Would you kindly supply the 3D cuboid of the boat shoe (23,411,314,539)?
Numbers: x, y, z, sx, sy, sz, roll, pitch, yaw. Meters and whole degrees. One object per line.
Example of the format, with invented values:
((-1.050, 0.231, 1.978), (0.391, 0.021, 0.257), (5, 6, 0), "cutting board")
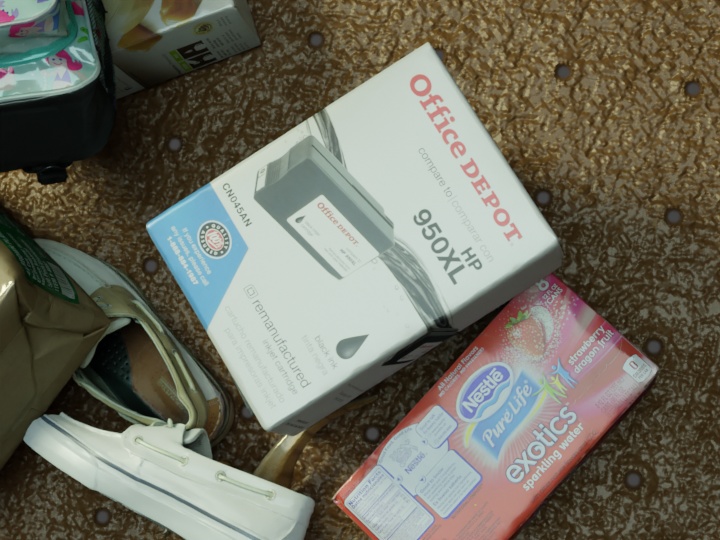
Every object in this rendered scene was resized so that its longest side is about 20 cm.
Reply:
((-0.117, 0.129, 0.965), (0.200, 0.074, 0.067), (26, 78, 17), "boat shoe")

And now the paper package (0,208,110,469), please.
((-0.298, 0.035, 1.005), (0.200, 0.103, 0.191), (41, 97, 32), "paper package")

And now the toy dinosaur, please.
((-0.069, 0.156, 1.016), (0.106, 0.060, 0.201), (18, 95, -1), "toy dinosaur")

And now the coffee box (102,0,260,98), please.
((-0.186, -0.184, 1.066), (0.199, 0.080, 0.115), (-21, 77, 6), "coffee box")

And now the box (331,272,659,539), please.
((0.088, 0.106, 0.969), (0.100, 0.095, 0.200), (42, 90, 12), "box")

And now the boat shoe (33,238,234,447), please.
((-0.170, 0.044, 1.035), (0.200, 0.068, 0.075), (37, 89, 13), "boat shoe")

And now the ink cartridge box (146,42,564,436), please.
((-0.001, -0.016, 0.899), (0.200, 0.084, 0.145), (-33, 79, 3), "ink cartridge box")

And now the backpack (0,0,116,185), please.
((-0.250, -0.167, 0.951), (0.177, 0.151, 0.200), (-11, 56, -5), "backpack")

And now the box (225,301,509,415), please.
((0.000, 0.000, 0.994), (0.200, 0.106, 0.123), (-28, 79, 4), "box")
